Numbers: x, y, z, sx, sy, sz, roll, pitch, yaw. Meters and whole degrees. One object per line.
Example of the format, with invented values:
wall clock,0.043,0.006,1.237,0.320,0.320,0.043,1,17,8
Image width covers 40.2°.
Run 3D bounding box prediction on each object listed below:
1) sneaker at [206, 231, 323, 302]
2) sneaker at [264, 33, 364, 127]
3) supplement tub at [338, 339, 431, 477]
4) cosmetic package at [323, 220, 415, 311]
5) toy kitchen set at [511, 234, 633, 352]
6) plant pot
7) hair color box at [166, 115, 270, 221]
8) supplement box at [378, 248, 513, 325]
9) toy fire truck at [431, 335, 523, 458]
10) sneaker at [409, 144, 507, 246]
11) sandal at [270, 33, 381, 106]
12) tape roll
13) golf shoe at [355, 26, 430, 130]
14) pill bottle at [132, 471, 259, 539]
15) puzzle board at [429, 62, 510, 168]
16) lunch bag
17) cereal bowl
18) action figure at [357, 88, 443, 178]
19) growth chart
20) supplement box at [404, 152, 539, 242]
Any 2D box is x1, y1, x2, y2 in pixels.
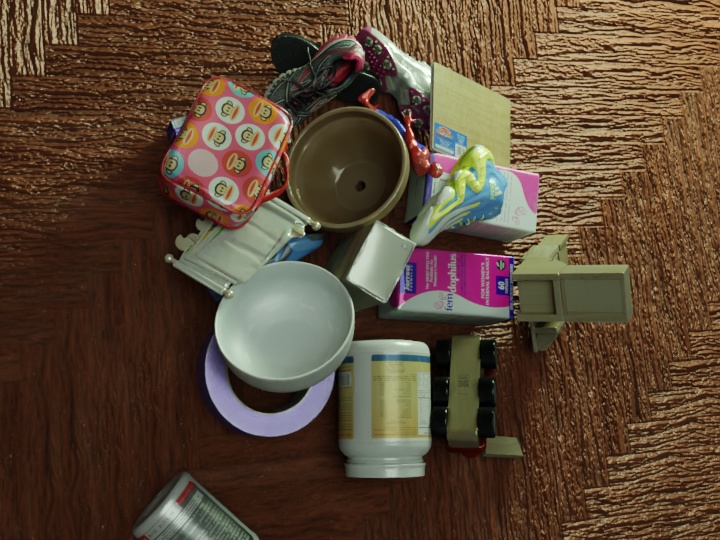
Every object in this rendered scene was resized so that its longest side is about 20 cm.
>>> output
sneaker,-0.146,-0.007,1.523,0.199,0.066,0.079,-18,99,-19
sneaker,-0.078,-0.289,1.542,0.200,0.075,0.081,-42,121,13
supplement tub,0.036,0.211,1.501,0.143,0.145,0.202,3,81,-17
cosmetic package,0.000,0.000,1.492,0.073,0.200,0.104,31,73,-11
toy kitchen set,0.360,0.049,1.582,0.200,0.179,0.165,-38,123,-57
plant pot,-0.012,-0.146,1.547,0.199,0.093,0.203,-6,71,17
hair color box,-0.212,-0.148,1.519,0.109,0.065,0.202,-21,90,-20
supplement box,0.137,0.028,1.577,0.198,0.103,0.102,4,80,-16
toy fire truck,0.191,0.220,1.571,0.127,0.201,0.177,-1,58,12
sneaker,0.164,-0.097,1.520,0.105,0.076,0.201,40,72,-9
sandal,-0.060,-0.327,1.601,0.199,0.076,0.048,22,31,-25
tape roll,-0.144,0.150,1.485,0.198,0.085,0.202,3,80,-18
golf shoe,0.072,-0.329,1.644,0.200,0.075,0.091,50,50,-4
pill bottle,-0.217,0.395,1.407,0.200,0.114,0.114,44,72,-7
puzzle board,0.183,-0.244,1.643,0.199,0.017,0.152,15,72,-41
lunch bag,-0.184,-0.168,1.440,0.175,0.082,0.201,27,65,-5
cereal bowl,-0.104,0.090,1.398,0.198,0.084,0.201,-2,54,3
action figure,0.069,-0.213,1.563,0.051,0.066,0.200,-29,58,-11
growth chart,-0.176,-0.046,1.438,0.144,0.018,0.200,36,63,25
supplement box,0.184,-0.118,1.622,0.198,0.103,0.102,10,78,-14
